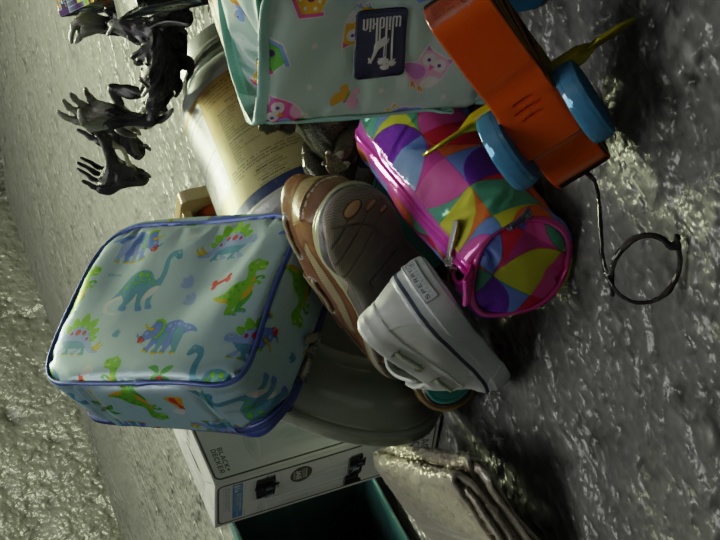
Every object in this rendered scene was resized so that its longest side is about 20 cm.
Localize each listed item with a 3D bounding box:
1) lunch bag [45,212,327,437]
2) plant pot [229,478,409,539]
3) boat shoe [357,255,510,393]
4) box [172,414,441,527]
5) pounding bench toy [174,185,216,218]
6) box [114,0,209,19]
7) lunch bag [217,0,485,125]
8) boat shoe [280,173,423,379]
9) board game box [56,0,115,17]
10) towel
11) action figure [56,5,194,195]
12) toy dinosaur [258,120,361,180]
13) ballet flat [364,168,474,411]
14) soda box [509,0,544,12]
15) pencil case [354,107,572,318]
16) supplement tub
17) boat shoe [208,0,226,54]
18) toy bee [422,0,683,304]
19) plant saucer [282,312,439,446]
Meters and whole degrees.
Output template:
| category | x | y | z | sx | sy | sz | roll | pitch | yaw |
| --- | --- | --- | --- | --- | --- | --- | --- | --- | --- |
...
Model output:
| category | x | y | z | sx | sy | sz | roll | pitch | yaw |
| --- | --- | --- | --- | --- | --- | --- | --- | --- | --- |
| lunch bag | -0.121 | 0.036 | 1.088 | 0.082 | 0.199 | 0.161 | 50 | -132 | -44 |
| plant pot | -0.032 | 0.307 | 1.414 | 0.141 | 0.141 | 0.200 | -122 | 20 | -44 |
| boat shoe | 0.045 | 0.046 | 0.997 | 0.074 | 0.067 | 0.200 | 58 | -175 | 29 |
| box | -0.046 | 0.127 | 1.234 | 0.060 | 0.199 | 0.117 | 95 | 152 | -45 |
| pounding bench toy | -0.097 | -0.025 | 1.392 | 0.200 | 0.124 | 0.156 | 106 | 146 | -55 |
| box | -0.095 | -0.285 | 1.094 | 0.086 | 0.199 | 0.164 | -172 | 71 | -70 |
| lunch bag | -0.006 | -0.194 | 0.944 | 0.122 | 0.170 | 0.201 | 166 | 96 | -71 |
| boat shoe | 0.000 | 0.000 | 1.024 | 0.072 | 0.076 | 0.200 | 29 | 155 | 35 |
| board game box | -0.153 | -0.261 | 1.275 | 0.165 | 0.199 | 0.057 | -169 | 70 | -70 |
| towel | 0.080 | 0.186 | 1.095 | 0.133 | 0.034 | 0.200 | 55 | 164 | -8 |
| action figure | -0.193 | -0.151 | 1.197 | 0.200 | 0.102 | 0.119 | 120 | 159 | -48 |
| toy dinosaur | -0.025 | -0.103 | 1.069 | 0.200 | 0.077 | 0.102 | 59 | -155 | -24 |
| ballet flat | 0.039 | 0.009 | 1.125 | 0.063 | 0.068 | 0.201 | -172 | 71 | -85 |
| soda box | 0.097 | -0.203 | 0.807 | 0.200 | 0.068 | 0.064 | 140 | 115 | -69 |
| pencil case | 0.063 | -0.053 | 0.979 | 0.200 | 0.088 | 0.089 | -123 | 27 | -47 |
| supplement tub | -0.063 | -0.102 | 1.212 | 0.145 | 0.144 | 0.200 | 107 | 145 | -55 |
| boat shoe | -0.085 | -0.230 | 1.019 | 0.069 | 0.074 | 0.201 | -7 | 89 | 55 |
| toy bee | 0.098 | -0.083 | 0.831 | 0.109 | 0.130 | 0.201 | -87 | -17 | -63 |
| plant saucer | -0.023 | 0.062 | 1.166 | 0.200 | 0.200 | 0.050 | 52 | 127 | 50 |
